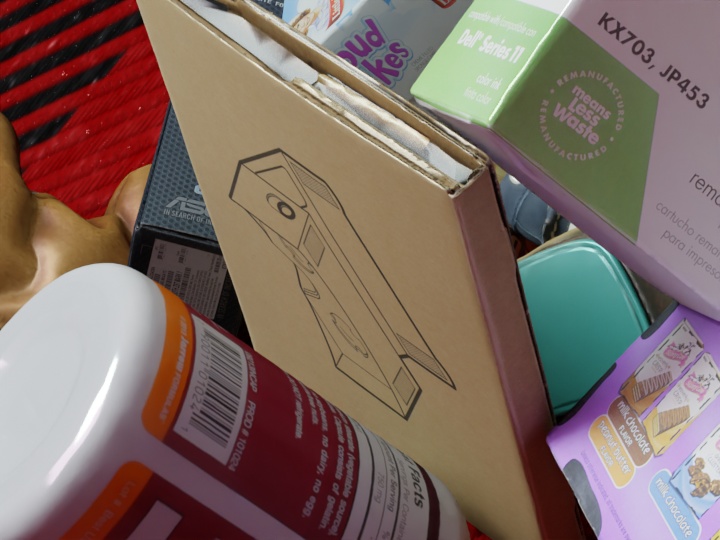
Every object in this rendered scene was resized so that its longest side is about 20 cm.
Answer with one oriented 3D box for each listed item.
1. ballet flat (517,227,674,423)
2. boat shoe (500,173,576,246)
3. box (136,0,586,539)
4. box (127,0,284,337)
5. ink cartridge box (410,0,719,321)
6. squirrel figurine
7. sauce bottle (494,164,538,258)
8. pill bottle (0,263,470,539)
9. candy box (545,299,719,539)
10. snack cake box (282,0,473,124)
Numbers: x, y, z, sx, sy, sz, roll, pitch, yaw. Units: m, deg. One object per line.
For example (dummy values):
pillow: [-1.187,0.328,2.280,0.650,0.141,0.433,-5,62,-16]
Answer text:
ballet flat: [0.111,0.006,1.011,0.200,0.063,0.069,-31,67,35]
boat shoe: [0.123,-0.089,1.076,0.062,0.075,0.200,36,97,33]
box: [0.000,0.000,0.984,0.021,0.200,0.163,-40,51,-20]
box: [-0.067,-0.011,1.208,0.200,0.051,0.158,108,175,-51]
ink cartridge box: [0.124,-0.097,0.888,0.200,0.117,0.067,-55,22,-2]
squirrel figurine: [-0.207,0.000,1.365,0.141,0.187,0.200,-30,36,37]
sauce bottle: [0.023,0.021,1.123,0.066,0.066,0.200,-10,52,53]
pill bottle: [-0.038,0.093,0.983,0.113,0.200,0.113,-38,31,28]
candy box: [0.165,0.037,0.873,0.200,0.071,0.168,-47,27,13]
snack cake box: [0.032,-0.145,1.157,0.115,0.067,0.200,-40,27,31]
